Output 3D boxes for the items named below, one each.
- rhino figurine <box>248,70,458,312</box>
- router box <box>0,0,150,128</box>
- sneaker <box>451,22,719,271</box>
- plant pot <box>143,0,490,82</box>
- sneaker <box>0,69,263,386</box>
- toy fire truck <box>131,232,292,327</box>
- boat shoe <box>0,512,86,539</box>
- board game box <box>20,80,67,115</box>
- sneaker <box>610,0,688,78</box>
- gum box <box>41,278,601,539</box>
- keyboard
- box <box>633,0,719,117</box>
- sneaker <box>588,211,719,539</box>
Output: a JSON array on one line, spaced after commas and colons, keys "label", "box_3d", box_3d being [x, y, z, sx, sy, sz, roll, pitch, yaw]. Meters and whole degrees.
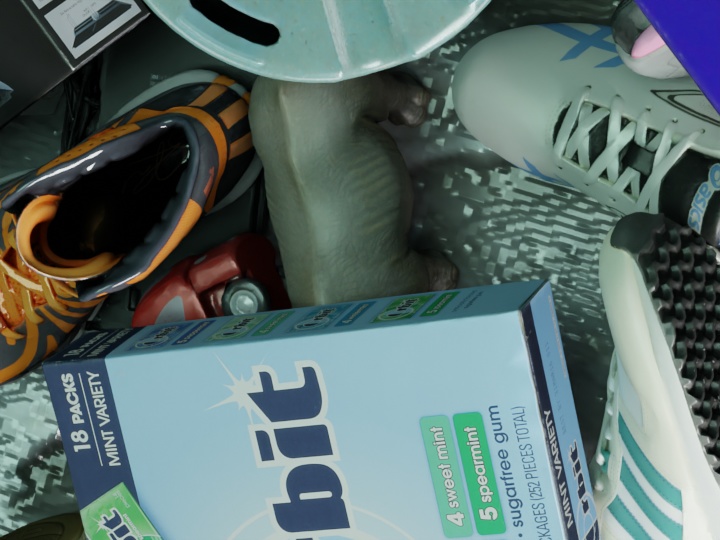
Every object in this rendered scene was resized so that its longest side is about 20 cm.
[{"label": "rhino figurine", "box_3d": [0.000, 0.000, 0.942, 0.060, 0.087, 0.201, -11, 89, 23]}, {"label": "router box", "box_3d": [-0.198, -0.119, 0.966, 0.200, 0.052, 0.157, -27, 102, 48]}, {"label": "sneaker", "box_3d": [0.121, -0.043, 0.899, 0.200, 0.072, 0.072, 26, 105, 20]}, {"label": "plant pot", "box_3d": [-0.019, -0.163, 0.842, 0.199, 0.196, 0.201, -2, 109, -5]}, {"label": "sneaker", "box_3d": [-0.132, -0.008, 0.950, 0.200, 0.112, 0.078, -40, 92, 20]}, {"label": "toy fire truck", "box_3d": [-0.059, 0.100, 0.985, 0.141, 0.049, 0.201, -26, 89, 20]}, {"label": "boat shoe", "box_3d": [-0.187, 0.182, 1.046, 0.200, 0.073, 0.065, -35, 102, 15]}, {"label": "board game box", "box_3d": [-0.155, -0.187, 1.020, 0.134, 0.034, 0.201, 30, 104, 18]}, {"label": "sneaker", "box_3d": [0.158, -0.161, 0.877, 0.200, 0.079, 0.095, -46, 70, 6]}, {"label": "gum box", "box_3d": [-0.009, 0.099, 0.901, 0.199, 0.045, 0.171, -8, 104, 23]}, {"label": "keyboard", "box_3d": [-0.083, -0.070, 1.003, 0.104, 0.040, 0.201, 10, 105, 11]}, {"label": "box", "box_3d": [0.218, -0.095, 0.758, 0.200, 0.105, 0.184, -33, 103, 27]}, {"label": "sneaker", "box_3d": [0.108, 0.075, 0.890, 0.093, 0.070, 0.200, -10, 116, 30]}]
